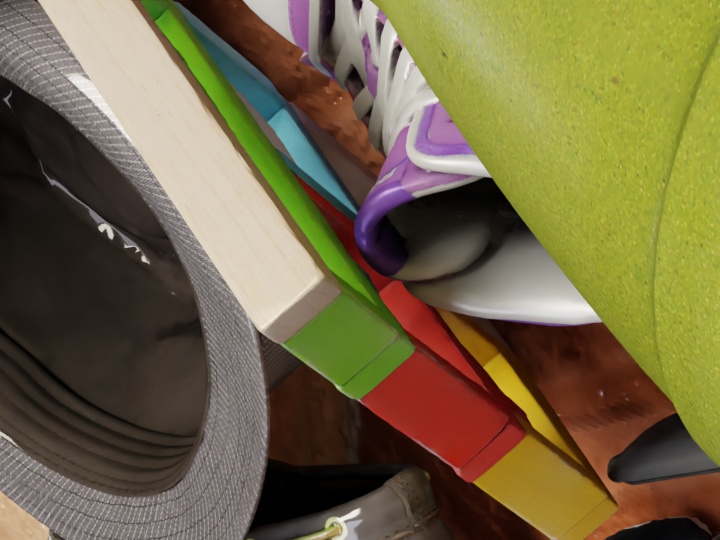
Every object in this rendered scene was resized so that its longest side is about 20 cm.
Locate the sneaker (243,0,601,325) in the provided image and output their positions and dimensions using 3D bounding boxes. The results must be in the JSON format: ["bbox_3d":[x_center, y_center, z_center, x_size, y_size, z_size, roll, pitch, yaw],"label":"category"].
[{"bbox_3d":[0.017,-0.049,0.692,0.200,0.114,0.073,25,132,36],"label":"sneaker"}]

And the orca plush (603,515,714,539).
[{"bbox_3d":[0.044,0.147,0.821,0.105,0.071,0.200,54,141,6],"label":"orca plush"}]

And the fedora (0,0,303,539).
[{"bbox_3d":[-0.072,-0.012,0.827,0.200,0.090,0.177,32,134,27],"label":"fedora"}]

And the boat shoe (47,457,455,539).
[{"bbox_3d":[-0.037,0.083,0.865,0.201,0.072,0.061,1,109,51],"label":"boat shoe"}]

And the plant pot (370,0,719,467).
[{"bbox_3d":[0.092,-0.067,0.560,0.193,0.200,0.201,41,139,39],"label":"plant pot"}]

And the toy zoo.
[{"bbox_3d":[0.000,0.000,0.716,0.131,0.020,0.200,55,-170,35],"label":"toy zoo"}]

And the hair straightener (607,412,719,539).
[{"bbox_3d":[0.131,0.024,0.675,0.200,0.041,0.077,-24,96,51],"label":"hair straightener"}]
